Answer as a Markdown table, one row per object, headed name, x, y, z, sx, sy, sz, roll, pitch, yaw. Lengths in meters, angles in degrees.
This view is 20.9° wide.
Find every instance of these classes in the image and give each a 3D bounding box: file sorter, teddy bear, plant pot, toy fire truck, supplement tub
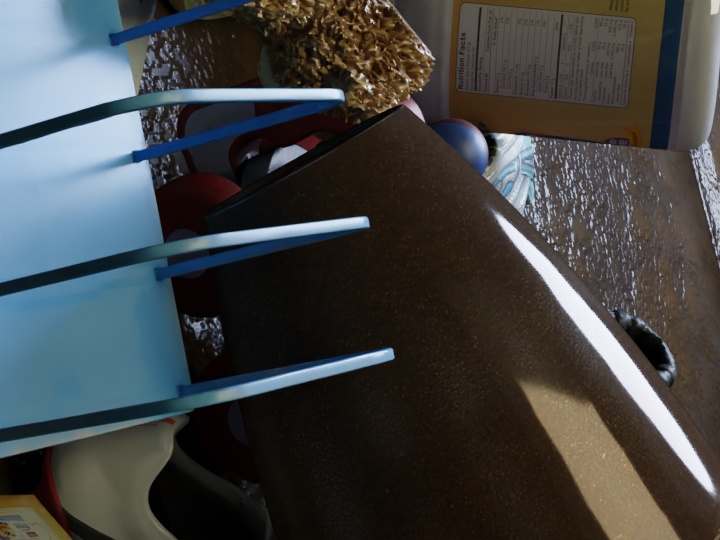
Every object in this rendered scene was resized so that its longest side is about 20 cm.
| name | x | y | z | sx | sy | sz | roll | pitch | yaw |
| --- | --- | --- | --- | --- | --- | --- | --- | --- | --- |
| file sorter | -0.080 | -0.048 | 0.678 | 0.138 | 0.122 | 0.202 | -9 | 87 | -59 |
| teddy bear | -0.052 | -0.140 | 0.820 | 0.200 | 0.067 | 0.145 | 46 | 10 | -40 |
| plant pot | 0.024 | 0.043 | 0.787 | 0.201 | 0.186 | 0.187 | 61 | 31 | -7 |
| toy fire truck | 0.000 | 0.000 | 0.914 | 0.112 | 0.167 | 0.202 | -34 | 106 | -60 |
| supplement tub | 0.101 | -0.147 | 1.086 | 0.145 | 0.198 | 0.146 | 6 | 90 | -81 |

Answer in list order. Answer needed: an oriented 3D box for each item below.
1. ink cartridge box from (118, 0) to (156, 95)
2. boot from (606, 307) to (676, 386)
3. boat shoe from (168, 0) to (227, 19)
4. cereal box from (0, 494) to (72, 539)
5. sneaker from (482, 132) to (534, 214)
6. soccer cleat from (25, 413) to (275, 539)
| name | x | y | z | sx | sy | sz | roll | pitch | yaw |
| --- | --- | --- | --- | --- | --- | --- | --- | --- | --- |
| ink cartridge box | -0.159 | -0.100 | 0.771 | 0.147 | 0.082 | 0.202 | 43 | 43 | -44 |
| boot | 0.124 | 0.086 | 1.070 | 0.079 | 0.159 | 0.210 | 39 | 29 | 25 |
| boat shoe | -0.035 | -0.175 | 1.042 | 0.200 | 0.063 | 0.074 | -17 | 92 | -61 |
| cereal box | -0.109 | 0.155 | 0.667 | 0.200 | 0.040 | 0.143 | 44 | 17 | 28 |
| sneaker | 0.063 | -0.036 | 1.139 | 0.200 | 0.077 | 0.087 | -48 | 125 | -55 |
| soccer cleat | -0.061 | 0.137 | 0.828 | 0.201 | 0.085 | 0.069 | 58 | 33 | -27 |
